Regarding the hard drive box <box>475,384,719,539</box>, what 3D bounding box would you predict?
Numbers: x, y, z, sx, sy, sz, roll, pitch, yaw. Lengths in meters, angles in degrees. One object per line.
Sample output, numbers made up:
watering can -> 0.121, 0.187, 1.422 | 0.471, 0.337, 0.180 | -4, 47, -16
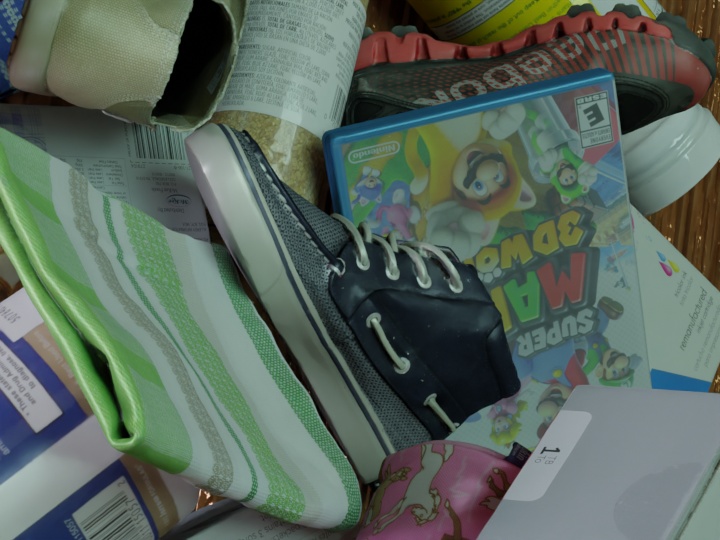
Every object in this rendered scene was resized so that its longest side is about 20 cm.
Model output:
hard drive box -> 0.108, 0.170, 0.818 | 0.156, 0.076, 0.201 | -49, 132, -47

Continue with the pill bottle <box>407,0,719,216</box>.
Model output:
pill bottle -> 0.109, -0.124, 1.152 | 0.200, 0.104, 0.104 | 49, 50, -14

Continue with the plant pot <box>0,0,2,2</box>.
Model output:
plant pot -> -0.221, -0.165, 0.837 | 0.200, 0.182, 0.202 | 10, 70, -28

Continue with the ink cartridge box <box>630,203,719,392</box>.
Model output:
ink cartridge box -> 0.095, 0.008, 1.116 | 0.200, 0.067, 0.116 | 42, 52, -19

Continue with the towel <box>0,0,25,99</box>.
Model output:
towel -> -0.154, -0.165, 1.008 | 0.200, 0.024, 0.145 | -32, 94, -41

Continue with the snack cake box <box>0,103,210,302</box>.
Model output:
snack cake box -> -0.161, -0.008, 0.914 | 0.199, 0.067, 0.116 | 0, 75, -39

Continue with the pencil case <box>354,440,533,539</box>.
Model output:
pencil case -> 0.027, 0.167, 0.842 | 0.083, 0.086, 0.201 | 41, 56, -39

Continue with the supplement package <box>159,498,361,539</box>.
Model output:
supplement package -> -0.039, 0.202, 0.908 | 0.113, 0.109, 0.201 | -25, 90, -41

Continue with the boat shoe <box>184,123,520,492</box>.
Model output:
boat shoe -> 0.000, 0.000, 0.956 | 0.092, 0.075, 0.200 | -30, 125, -4

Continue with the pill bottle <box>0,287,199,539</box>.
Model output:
pill bottle -> -0.169, 0.104, 0.809 | 0.200, 0.111, 0.111 | -37, 99, -17

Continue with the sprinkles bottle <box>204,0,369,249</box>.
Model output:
sprinkles bottle -> -0.034, -0.107, 1.037 | 0.068, 0.068, 0.201 | 25, 67, -30

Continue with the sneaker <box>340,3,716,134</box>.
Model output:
sneaker -> 0.078, -0.075, 1.059 | 0.071, 0.199, 0.098 | 74, 14, -52

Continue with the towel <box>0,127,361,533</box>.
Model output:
towel -> -0.070, 0.024, 0.814 | 0.149, 0.031, 0.200 | 56, 8, 24

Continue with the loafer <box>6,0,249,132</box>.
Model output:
loafer -> -0.083, -0.092, 0.900 | 0.068, 0.076, 0.200 | 26, 16, 9

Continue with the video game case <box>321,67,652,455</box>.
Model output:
video game case -> 0.066, 0.015, 1.029 | 0.142, 0.018, 0.201 | -14, 109, -13
